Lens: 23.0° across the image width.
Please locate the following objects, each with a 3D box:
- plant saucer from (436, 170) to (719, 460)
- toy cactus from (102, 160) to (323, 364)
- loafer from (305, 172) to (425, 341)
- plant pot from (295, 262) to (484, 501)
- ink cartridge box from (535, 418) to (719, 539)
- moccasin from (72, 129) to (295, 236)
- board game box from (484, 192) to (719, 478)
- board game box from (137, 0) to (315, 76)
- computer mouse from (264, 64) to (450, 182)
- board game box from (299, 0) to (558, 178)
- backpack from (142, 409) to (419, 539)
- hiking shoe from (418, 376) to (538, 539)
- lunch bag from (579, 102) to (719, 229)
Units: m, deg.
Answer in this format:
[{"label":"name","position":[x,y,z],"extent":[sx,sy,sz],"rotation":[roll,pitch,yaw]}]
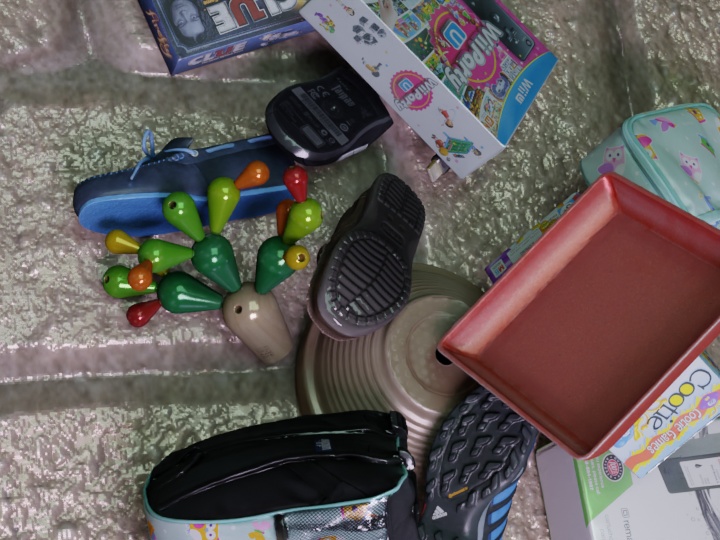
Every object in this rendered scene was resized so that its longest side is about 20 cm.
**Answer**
[{"label":"plant saucer","position":[0.183,0.036,1.324],"extent":[0.200,0.199,0.037],"rotation":[-45,128,-6]},{"label":"toy cactus","position":[-0.102,0.008,1.391],"extent":[0.199,0.102,0.165],"rotation":[-25,119,12]},{"label":"loafer","position":[0.000,0.000,1.414],"extent":[0.073,0.071,0.200],"rotation":[44,33,-9]},{"label":"plant pot","position":[0.054,0.080,1.439],"extent":[0.200,0.093,0.202],"rotation":[6,69,-17]},{"label":"ink cartridge box","position":[0.261,0.203,1.469],"extent":[0.199,0.084,0.146],"rotation":[-4,73,-20]},{"label":"moccasin","position":[-0.146,-0.073,1.443],"extent":[0.199,0.080,0.069],"rotation":[-6,68,-35]},{"label":"board game box","position":[0.197,0.049,1.419],"extent":[0.105,0.200,0.103],"rotation":[-41,128,10]},{"label":"board game box","position":[-0.098,-0.261,1.538],"extent":[0.199,0.035,0.136],"rotation":[-21,80,-24]},{"label":"computer mouse","position":[0.004,-0.114,1.504],"extent":[0.140,0.046,0.200],"rotation":[45,43,4]},{"label":"board game box","position":[0.061,-0.199,1.515],"extent":[0.200,0.064,0.148],"rotation":[44,44,-11]},{"label":"backpack","position":[-0.060,0.193,1.314],"extent":[0.199,0.176,0.154],"rotation":[-2,108,-3]},{"label":"hiking shoe","position":[0.087,0.174,1.391],"extent":[0.074,0.087,0.201],"rotation":[26,91,19]},{"label":"lunch bag","position":[0.291,-0.062,1.533],"extent":[0.200,0.077,0.161],"rotation":[-14,65,-52]}]
